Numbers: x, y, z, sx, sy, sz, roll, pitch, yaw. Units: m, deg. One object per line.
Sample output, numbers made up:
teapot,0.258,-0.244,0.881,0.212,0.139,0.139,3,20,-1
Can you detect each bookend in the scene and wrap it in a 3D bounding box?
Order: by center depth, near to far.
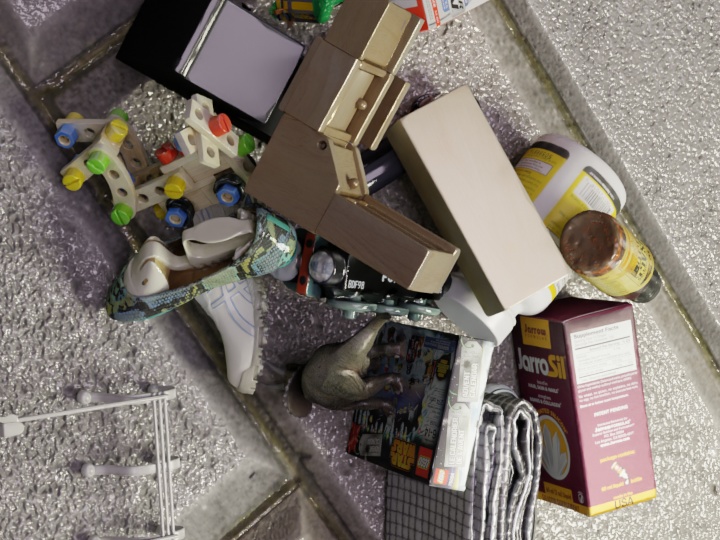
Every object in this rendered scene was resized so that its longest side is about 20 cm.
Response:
bookend,-0.090,-0.175,1.612,0.198,0.200,0.092,29,88,-23

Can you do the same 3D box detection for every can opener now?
can opener,0.036,-0.109,1.754,0.200,0.063,0.079,-32,107,-20

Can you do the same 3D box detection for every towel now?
towel,0.101,0.213,1.753,0.085,0.165,0.201,0,94,-29

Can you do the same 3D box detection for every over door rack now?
over door rack,-0.249,0.186,1.631,0.199,0.066,0.149,-9,98,-45

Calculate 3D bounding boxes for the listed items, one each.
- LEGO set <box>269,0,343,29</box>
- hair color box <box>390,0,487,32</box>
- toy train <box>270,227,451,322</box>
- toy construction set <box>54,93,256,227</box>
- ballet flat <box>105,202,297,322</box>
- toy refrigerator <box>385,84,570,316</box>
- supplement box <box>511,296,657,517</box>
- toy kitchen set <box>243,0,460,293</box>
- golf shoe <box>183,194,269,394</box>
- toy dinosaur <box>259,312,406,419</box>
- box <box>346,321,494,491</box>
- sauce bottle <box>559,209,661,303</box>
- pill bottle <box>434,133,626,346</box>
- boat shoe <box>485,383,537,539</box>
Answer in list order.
LEGO set,-0.055,-0.309,1.671,0.200,0.115,0.154,-47,136,-47
hair color box,0.072,-0.294,1.702,0.200,0.064,0.111,-37,117,-55
toy train,0.000,0.000,1.685,0.200,0.114,0.086,5,94,-54
toy construction set,-0.169,-0.102,1.599,0.131,0.199,0.092,52,49,-27
ballet flat,-0.154,-0.013,1.620,0.199,0.074,0.074,-22,106,18
toy refrigerator,0.108,-0.063,1.698,0.076,0.070,0.201,-29,90,-14
supplement box,0.223,0.134,1.832,0.085,0.110,0.201,-12,98,-24
toy kitchen set,0.042,-0.110,1.582,0.180,0.163,0.201,31,98,20
golf shoe,-0.131,0.015,1.694,0.097,0.078,0.201,-2,92,-4
toy dinosaur,-0.016,0.096,1.664,0.102,0.200,0.077,-6,77,-21
box,0.052,0.121,1.702,0.040,0.200,0.138,12,88,-22
sauce bottle,0.248,-0.008,1.766,0.200,0.066,0.066,24,81,-65
pill bottle,0.162,-0.027,1.792,0.111,0.111,0.200,45,75,-21
boat shoe,0.151,0.214,1.826,0.072,0.071,0.201,-7,96,-24
